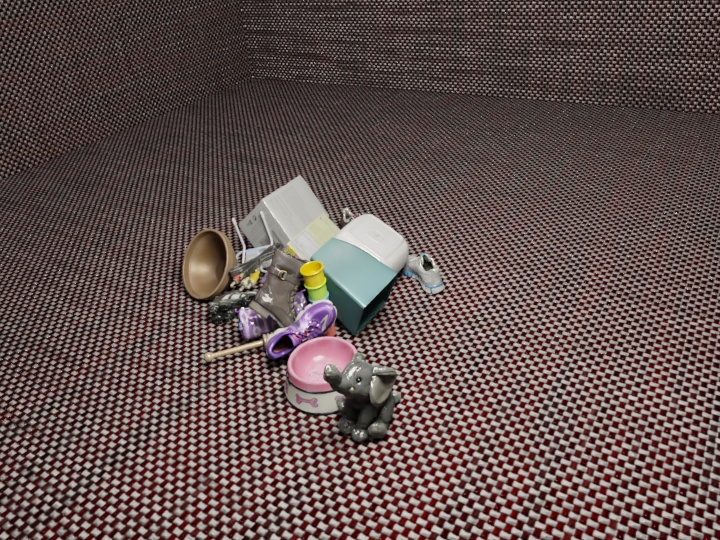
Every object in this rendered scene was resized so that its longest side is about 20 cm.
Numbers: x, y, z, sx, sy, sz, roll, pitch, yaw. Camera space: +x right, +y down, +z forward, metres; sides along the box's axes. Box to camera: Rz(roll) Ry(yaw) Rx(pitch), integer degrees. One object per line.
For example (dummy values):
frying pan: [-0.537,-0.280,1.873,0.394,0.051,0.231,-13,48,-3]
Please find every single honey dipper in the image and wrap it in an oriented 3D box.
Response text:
honey dipper: [-0.289,0.189,1.527,0.194,0.039,0.038,-12,30,-13]

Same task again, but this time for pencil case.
pencil case: [-0.227,0.117,1.606,0.195,0.088,0.084,-14,-6,-19]

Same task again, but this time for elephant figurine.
elephant figurine: [0.008,0.233,1.255,0.137,0.205,0.157,-2,30,7]

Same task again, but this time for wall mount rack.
wall mount rack: [-0.322,-0.072,1.847,0.195,0.180,0.074,-9,-17,30]

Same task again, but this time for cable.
cable: [-0.294,-0.012,1.746,0.095,0.052,0.200,7,33,30]

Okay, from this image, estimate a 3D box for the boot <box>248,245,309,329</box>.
boot: [-0.168,0.056,1.538,0.177,0.197,0.069,-59,20,-4]

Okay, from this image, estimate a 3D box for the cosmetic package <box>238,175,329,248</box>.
cosmetic package: [-0.237,-0.156,1.928,0.164,0.167,0.200,-33,7,43]

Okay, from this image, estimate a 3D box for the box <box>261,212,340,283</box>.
box: [-0.159,-0.037,1.747,0.097,0.176,0.200,43,40,0]

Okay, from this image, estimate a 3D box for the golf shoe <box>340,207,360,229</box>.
golf shoe: [-0.007,-0.128,1.980,0.076,0.090,0.198,-23,36,-30]

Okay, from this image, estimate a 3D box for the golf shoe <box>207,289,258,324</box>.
golf shoe: [-0.318,0.082,1.693,0.193,0.080,0.095,-6,30,-3]

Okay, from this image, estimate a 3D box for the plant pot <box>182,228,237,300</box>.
plant pot: [-0.424,-0.012,1.807,0.198,0.207,0.092,20,2,38]

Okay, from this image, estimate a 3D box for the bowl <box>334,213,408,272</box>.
bowl: [0.032,-0.071,1.708,0.198,0.076,0.199,37,44,13]

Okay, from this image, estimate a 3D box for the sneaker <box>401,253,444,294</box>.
sneaker: [0.174,-0.017,1.761,0.073,0.089,0.199,-21,32,-22]

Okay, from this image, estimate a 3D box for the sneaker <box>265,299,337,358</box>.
sneaker: [-0.138,0.150,1.472,0.198,0.081,0.083,-37,11,-1]

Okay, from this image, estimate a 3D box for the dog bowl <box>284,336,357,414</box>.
dog bowl: [-0.082,0.230,1.405,0.193,0.076,0.202,-5,30,3]

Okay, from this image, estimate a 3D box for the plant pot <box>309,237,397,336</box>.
plant pot: [-0.033,0.026,1.574,0.199,0.143,0.141,39,57,15]

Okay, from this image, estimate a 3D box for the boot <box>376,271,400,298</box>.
boot: [0.000,0.000,1.742,0.196,0.078,0.169,27,41,12]

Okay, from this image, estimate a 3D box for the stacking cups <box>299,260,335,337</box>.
stacking cups: [-0.101,0.076,1.536,0.059,0.205,0.061,-8,33,6]
